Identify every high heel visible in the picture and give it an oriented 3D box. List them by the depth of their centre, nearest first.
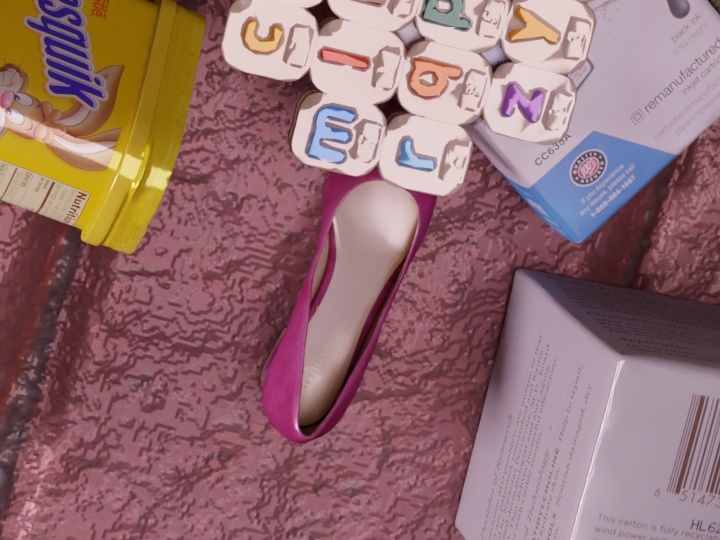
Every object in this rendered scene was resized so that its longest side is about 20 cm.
[{"bbox_3d":[0.000,0.000,1.458,0.067,0.096,0.201,30,97,-17],"label":"high heel"}]

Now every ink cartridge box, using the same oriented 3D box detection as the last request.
[{"bbox_3d":[0.101,-0.139,1.451,0.146,0.086,0.200,-43,109,1],"label":"ink cartridge box"}]

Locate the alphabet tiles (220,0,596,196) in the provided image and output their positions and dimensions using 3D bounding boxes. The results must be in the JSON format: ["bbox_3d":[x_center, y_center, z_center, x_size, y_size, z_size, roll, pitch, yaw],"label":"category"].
[{"bbox_3d":[0.031,-0.144,1.384,0.195,0.015,0.201,12,102,-13],"label":"alphabet tiles"}]

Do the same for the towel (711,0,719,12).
[{"bbox_3d":[0.263,-0.167,1.469,0.200,0.036,0.148,49,59,-17],"label":"towel"}]

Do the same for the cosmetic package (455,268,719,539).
[{"bbox_3d":[0.169,0.112,1.467,0.167,0.200,0.167,10,101,-14],"label":"cosmetic package"}]

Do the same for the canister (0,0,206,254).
[{"bbox_3d":[-0.192,-0.106,1.366,0.199,0.149,0.087,20,134,-13],"label":"canister"}]
